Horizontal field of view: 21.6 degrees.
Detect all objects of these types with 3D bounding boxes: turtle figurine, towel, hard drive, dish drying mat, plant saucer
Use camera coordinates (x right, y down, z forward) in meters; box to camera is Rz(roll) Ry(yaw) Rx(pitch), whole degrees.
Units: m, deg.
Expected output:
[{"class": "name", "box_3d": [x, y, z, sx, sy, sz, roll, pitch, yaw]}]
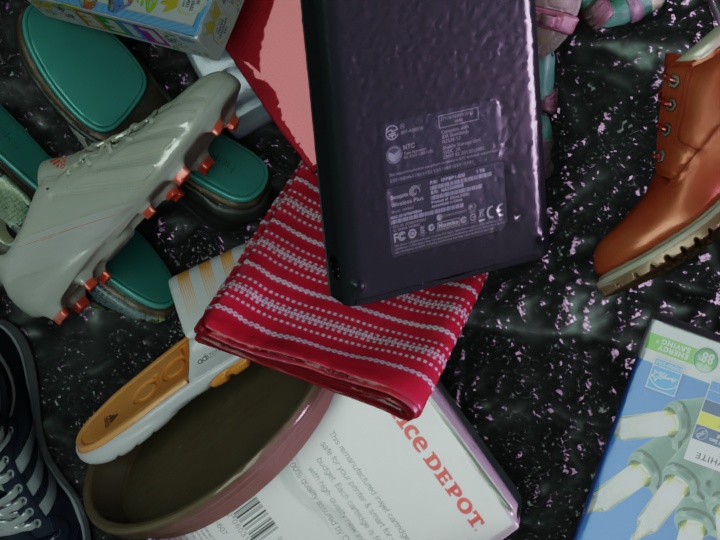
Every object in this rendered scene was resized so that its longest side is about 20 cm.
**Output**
[{"class": "turtle figurine", "box_3d": [0.101, -0.164, 1.156, 0.149, 0.101, 0.202, 23, 106, 18]}, {"class": "towel", "box_3d": [0.000, 0.000, 1.142, 0.144, 0.201, 0.023, 20, 133, 9]}, {"class": "hard drive", "box_3d": [0.040, -0.092, 1.086, 0.139, 0.033, 0.202, -14, 112, -22]}, {"class": "dish drying mat", "box_3d": [-0.055, -0.164, 1.187, 0.077, 0.018, 0.201, -34, 85, 7]}, {"class": "plant saucer", "box_3d": [-0.087, 0.090, 1.163, 0.199, 0.200, 0.030, -36, 116, 10]}]

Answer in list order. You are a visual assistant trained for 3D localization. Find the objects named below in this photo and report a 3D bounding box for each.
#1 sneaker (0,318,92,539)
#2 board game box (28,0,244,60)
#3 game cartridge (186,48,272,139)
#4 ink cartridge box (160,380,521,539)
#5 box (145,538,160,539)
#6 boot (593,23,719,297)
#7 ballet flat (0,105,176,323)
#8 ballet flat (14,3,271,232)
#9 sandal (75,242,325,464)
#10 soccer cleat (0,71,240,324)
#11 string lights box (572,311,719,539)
[{"class": "sneaker", "box_3d": [-0.236, 0.133, 1.220, 0.070, 0.108, 0.202, -16, 90, 11]}, {"class": "board game box", "box_3d": [-0.111, -0.239, 1.163, 0.134, 0.034, 0.201, 17, 79, 26]}, {"class": "game cartridge", "box_3d": [-0.072, -0.204, 1.214, 0.133, 0.042, 0.201, -30, 87, 14]}, {"class": "ink cartridge box", "box_3d": [-0.016, 0.150, 1.193, 0.199, 0.084, 0.146, -36, 90, 9]}, {"class": "box", "box_3d": [-0.098, 0.274, 1.185, 0.200, 0.159, 0.046, 48, 58, 5]}, {"class": "boot", "box_3d": [0.203, -0.074, 1.157, 0.200, 0.075, 0.107, -42, 82, 1]}, {"class": "ballet flat", "box_3d": [-0.202, -0.028, 1.237, 0.074, 0.074, 0.200, -44, 83, 9]}, {"class": "ballet flat", "box_3d": [-0.146, -0.090, 1.212, 0.200, 0.068, 0.068, 40, 62, 3]}, {"class": "sandal", "box_3d": [-0.107, 0.039, 1.171, 0.206, 0.079, 0.059, -39, 115, 1]}, {"class": "soccer cleat", "box_3d": [-0.153, -0.055, 1.150, 0.078, 0.069, 0.200, 44, 104, 2]}, {"class": "string lights box", "box_3d": [0.196, 0.138, 1.170, 0.102, 0.059, 0.202, 19, 96, 7]}]
